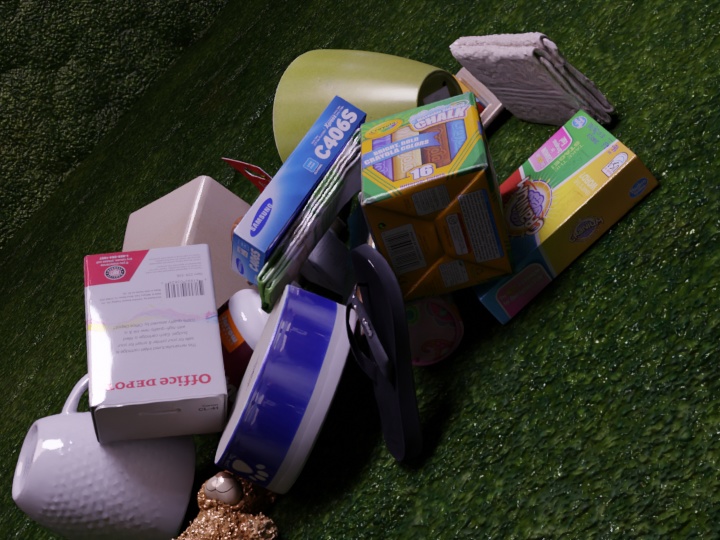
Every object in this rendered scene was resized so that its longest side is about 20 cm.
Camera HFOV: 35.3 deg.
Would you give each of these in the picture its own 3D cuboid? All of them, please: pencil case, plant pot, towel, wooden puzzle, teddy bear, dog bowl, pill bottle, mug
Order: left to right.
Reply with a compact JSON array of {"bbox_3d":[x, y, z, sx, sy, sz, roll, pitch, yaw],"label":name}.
[{"bbox_3d":[-0.288,0.210,1.283,0.147,0.173,0.203,-11,63,63],"label":"mug"},{"bbox_3d":[-0.211,0.026,1.502,0.199,0.199,0.179,-19,45,47],"label":"plant pot"},{"bbox_3d":[-0.150,0.282,1.149,0.144,0.067,0.202,-8,46,52],"label":"teddy bear"},{"bbox_3d":[-0.145,0.097,1.361,0.200,0.113,0.113,-41,25,14],"label":"pill bottle"},{"bbox_3d":[-0.078,0.120,1.163,0.200,0.078,0.203,-157,89,-84],"label":"dog bowl"},{"bbox_3d":[-0.046,-0.047,1.237,0.201,0.030,0.149,-57,-6,-12],"label":"towel"},{"bbox_3d":[0.000,0.000,1.231,0.147,0.021,0.203,117,161,-63],"label":"towel"},{"bbox_3d":[0.027,-0.187,1.386,0.198,0.188,0.189,0,51,44],"label":"plant pot"},{"bbox_3d":[0.056,0.012,1.182,0.087,0.087,0.201,-38,27,19],"label":"pencil case"},{"bbox_3d":[0.101,-0.183,1.463,0.200,0.037,0.185,-44,24,9],"label":"wooden puzzle"},{"bbox_3d":[0.187,-0.211,1.245,0.035,0.132,0.200,-53,25,-6],"label":"towel"}]

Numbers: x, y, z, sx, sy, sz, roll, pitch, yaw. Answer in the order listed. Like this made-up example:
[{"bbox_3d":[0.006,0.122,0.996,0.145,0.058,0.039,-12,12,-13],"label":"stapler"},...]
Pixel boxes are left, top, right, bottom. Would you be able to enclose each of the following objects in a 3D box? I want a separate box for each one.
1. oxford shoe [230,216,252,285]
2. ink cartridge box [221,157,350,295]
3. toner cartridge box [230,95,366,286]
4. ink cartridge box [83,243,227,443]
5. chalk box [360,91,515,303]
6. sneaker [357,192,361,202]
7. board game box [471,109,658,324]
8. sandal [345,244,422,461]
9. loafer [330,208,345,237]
[{"bbox_3d":[-0.126,-0.030,1.350,0.071,0.072,0.200,-37,12,-11],"label":"oxford shoe"},{"bbox_3d":[-0.089,-0.052,1.384,0.047,0.200,0.160,-51,24,-7],"label":"ink cartridge box"},{"bbox_3d":[-0.067,-0.085,1.221,0.201,0.043,0.095,-56,-8,-24],"label":"toner cartridge box"},{"bbox_3d":[-0.229,0.079,1.257,0.086,0.145,0.202,100,163,-55],"label":"ink cartridge box"},{"bbox_3d":[0.074,-0.085,1.114,0.122,0.126,0.201,-15,34,11],"label":"chalk box"},{"bbox_3d":[0.076,-0.087,1.341,0.199,0.071,0.080,1,43,52],"label":"sneaker"},{"bbox_3d":[0.184,-0.057,1.131,0.200,0.040,0.153,-44,24,9],"label":"board game box"},{"bbox_3d":[0.017,0.076,1.042,0.042,0.204,0.076,-10,-1,-19],"label":"sandal"},{"bbox_3d":[-0.055,-0.101,1.554,0.070,0.075,0.200,-48,24,9],"label":"loafer"}]
